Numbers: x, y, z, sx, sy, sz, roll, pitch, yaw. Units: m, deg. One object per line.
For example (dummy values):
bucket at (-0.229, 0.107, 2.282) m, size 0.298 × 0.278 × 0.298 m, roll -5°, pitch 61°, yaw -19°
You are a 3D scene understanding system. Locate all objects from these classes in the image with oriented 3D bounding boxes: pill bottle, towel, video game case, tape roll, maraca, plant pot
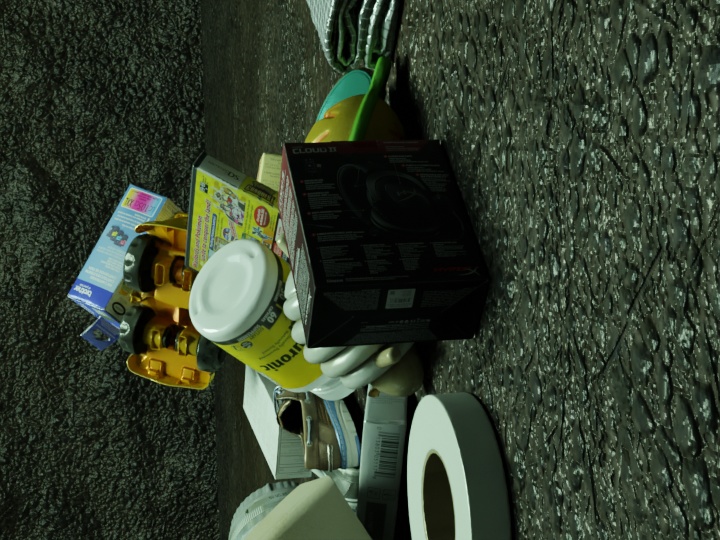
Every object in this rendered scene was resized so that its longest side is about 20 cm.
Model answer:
pill bottle at (-0.078, 0.060, 1.321) m, size 0.200 × 0.111 × 0.112 m, roll 38°, pitch -151°, yaw -43°
towel at (-0.011, -0.328, 1.278) m, size 0.167 × 0.084 × 0.202 m, roll -107°, pitch 19°, yaw -45°
video game case at (-0.109, -0.025, 1.390) m, size 0.026 × 0.179 × 0.201 m, roll -58°, pitch -8°, yaw -33°
tape roll at (0.081, 0.207, 1.074) m, size 0.203 × 0.036 × 0.206 m, roll 177°, pitch 90°, yaw -78°
maraca at (-0.001, -0.121, 1.245) m, size 0.138 × 0.106 × 0.202 m, roll 107°, pitch -179°, yaw -57°
plant pot at (-0.064, 0.347, 1.276) m, size 0.201 × 0.176 × 0.200 m, roll 57°, pitch 164°, yaw 4°

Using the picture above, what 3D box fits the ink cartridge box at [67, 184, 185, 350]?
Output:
ink cartridge box at (-0.290, 0.012, 1.641) m, size 0.202 × 0.076 × 0.137 m, roll -64°, pitch -34°, yaw -15°

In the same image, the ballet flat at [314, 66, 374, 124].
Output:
ballet flat at (-0.022, -0.124, 1.388) m, size 0.072 × 0.067 × 0.203 m, roll 11°, pitch -82°, yaw -68°

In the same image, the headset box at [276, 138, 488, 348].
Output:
headset box at (0.012, -0.034, 1.086) m, size 0.201 × 0.146 × 0.078 m, roll -106°, pitch 19°, yaw -44°

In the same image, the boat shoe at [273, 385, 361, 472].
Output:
boat shoe at (-0.061, 0.149, 1.425) m, size 0.201 × 0.071 × 0.073 m, roll -121°, pitch 26°, yaw -53°

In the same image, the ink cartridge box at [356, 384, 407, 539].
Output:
ink cartridge box at (0.026, 0.169, 1.350) m, size 0.201 × 0.056 × 0.165 m, roll -74°, pitch -11°, yaw -59°

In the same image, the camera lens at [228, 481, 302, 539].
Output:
camera lens at (-0.084, 0.385, 1.590) m, size 0.200 × 0.157 × 0.162 m, roll -117°, pitch 27°, yaw -62°

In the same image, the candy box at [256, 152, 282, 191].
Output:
candy box at (-0.114, -0.041, 1.582) m, size 0.115 × 0.054 × 0.203 m, roll -179°, pitch 96°, yaw -84°

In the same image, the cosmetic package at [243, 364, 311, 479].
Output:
cosmetic package at (-0.102, 0.175, 1.559) m, size 0.200 × 0.050 × 0.084 m, roll -129°, pitch 43°, yaw -64°

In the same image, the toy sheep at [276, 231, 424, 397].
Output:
toy sheep at (-0.009, 0.039, 1.214) m, size 0.201 × 0.137 × 0.138 m, roll 53°, pitch 167°, yaw -3°

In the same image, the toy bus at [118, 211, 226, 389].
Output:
toy bus at (-0.210, 0.025, 1.599) m, size 0.192 × 0.134 × 0.203 m, roll -48°, pitch -32°, yaw -70°

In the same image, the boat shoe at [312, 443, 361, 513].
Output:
boat shoe at (-0.025, 0.219, 1.512) m, size 0.200 × 0.070 × 0.065 m, roll -138°, pitch 46°, yaw -63°
